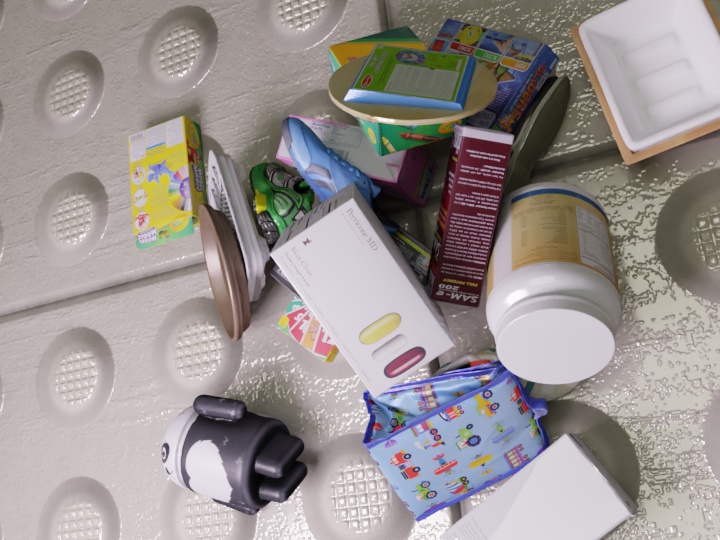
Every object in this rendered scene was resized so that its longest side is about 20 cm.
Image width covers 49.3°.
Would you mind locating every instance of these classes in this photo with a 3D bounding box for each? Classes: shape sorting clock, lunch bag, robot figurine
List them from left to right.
[{"bbox_3d":[-0.174,0.251,1.061,0.199,0.125,0.151,8,79,25],"label":"robot figurine"},{"bbox_3d":[0.061,-0.218,0.927,0.200,0.200,0.039,26,134,27],"label":"shape sorting clock"},{"bbox_3d":[0.123,0.190,0.920,0.200,0.151,0.094,-21,33,15],"label":"lunch bag"}]

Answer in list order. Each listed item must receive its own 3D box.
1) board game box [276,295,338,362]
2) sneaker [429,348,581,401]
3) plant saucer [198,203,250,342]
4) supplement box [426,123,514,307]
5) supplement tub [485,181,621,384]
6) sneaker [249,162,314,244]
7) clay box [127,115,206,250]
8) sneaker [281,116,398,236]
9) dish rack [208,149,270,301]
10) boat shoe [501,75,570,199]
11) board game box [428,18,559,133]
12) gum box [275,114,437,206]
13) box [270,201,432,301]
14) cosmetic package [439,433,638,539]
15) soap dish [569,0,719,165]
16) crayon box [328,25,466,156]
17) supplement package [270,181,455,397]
[{"bbox_3d":[-0.030,0.020,1.104,0.095,0.030,0.200,32,91,26],"label":"board game box"},{"bbox_3d":[0.175,0.127,0.948,0.199,0.093,0.071,-15,73,21],"label":"sneaker"},{"bbox_3d":[-0.192,0.001,1.110,0.029,0.200,0.200,-14,68,-18],"label":"plant saucer"},{"bbox_3d":[0.126,-0.068,0.927,0.061,0.109,0.201,9,102,0],"label":"supplement box"},{"bbox_3d":[0.215,0.012,0.888,0.144,0.145,0.200,-12,41,22],"label":"supplement tub"},{"bbox_3d":[-0.105,-0.103,1.107,0.085,0.078,0.200,-20,31,-1],"label":"sneaker"},{"bbox_3d":[-0.308,-0.134,1.252,0.115,0.048,0.201,-14,74,21],"label":"clay box"},{"bbox_3d":[-0.023,-0.117,0.994,0.078,0.066,0.200,-29,102,19],"label":"sneaker"},{"bbox_3d":[-0.174,-0.059,1.127,0.043,0.172,0.200,-13,69,-17],"label":"dish rack"},{"bbox_3d":[0.204,-0.168,1.013,0.060,0.072,0.202,25,83,37],"label":"boat shoe"},{"bbox_3d":[0.148,-0.253,1.040,0.136,0.034,0.200,-56,42,4],"label":"board game box"},{"bbox_3d":[-0.009,-0.152,1.083,0.200,0.113,0.066,16,85,26],"label":"gum box"},{"bbox_3d":[0.000,0.000,1.057,0.200,0.044,0.160,37,94,20],"label":"box"},{"bbox_3d":[0.205,0.291,0.907,0.200,0.081,0.113,-40,66,10],"label":"cosmetic package"},{"bbox_3d":[0.365,-0.239,0.951,0.157,0.081,0.200,-22,70,18],"label":"soap dish"},{"bbox_3d":[0.044,-0.238,1.020,0.118,0.058,0.200,-18,46,-10],"label":"crayon box"},{"bbox_3d":[0.004,0.016,0.911,0.111,0.156,0.200,-35,101,7],"label":"supplement package"}]
